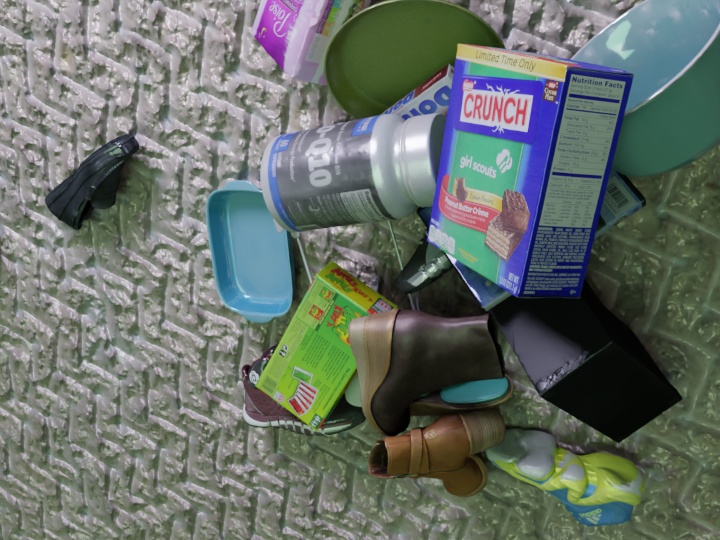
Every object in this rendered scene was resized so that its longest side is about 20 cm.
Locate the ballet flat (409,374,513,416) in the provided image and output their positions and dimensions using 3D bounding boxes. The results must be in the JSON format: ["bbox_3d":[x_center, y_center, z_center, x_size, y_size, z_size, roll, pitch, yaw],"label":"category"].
[{"bbox_3d":[0.108,0.162,1.071,0.199,0.069,0.063,-3,136,28],"label":"ballet flat"}]

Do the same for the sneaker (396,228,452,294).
[{"bbox_3d":[0.098,-0.071,0.958,0.200,0.075,0.116,-40,83,10],"label":"sneaker"}]

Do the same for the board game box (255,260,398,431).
[{"bbox_3d":[-0.046,0.097,1.033,0.101,0.048,0.200,35,122,7],"label":"board game box"}]

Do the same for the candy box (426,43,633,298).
[{"bbox_3d":[0.145,-0.096,0.755,0.169,0.077,0.201,38,123,58],"label":"candy box"}]

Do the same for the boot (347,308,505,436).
[{"bbox_3d":[0.083,0.126,0.947,0.166,0.072,0.200,-1,131,18],"label":"boot"}]

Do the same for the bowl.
[{"bbox_3d":[0.284,-0.168,0.790,0.201,0.201,0.105,-33,116,31],"label":"bowl"}]

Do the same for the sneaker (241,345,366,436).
[{"bbox_3d":[-0.087,0.160,1.140,0.199,0.076,0.116,-3,107,25],"label":"sneaker"}]

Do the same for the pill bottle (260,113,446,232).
[{"bbox_3d":[0.001,-0.108,0.901,0.199,0.114,0.114,-6,108,27],"label":"pill bottle"}]

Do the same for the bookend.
[{"bbox_3d":[0.236,0.065,0.923,0.092,0.199,0.200,-40,47,18],"label":"bookend"}]

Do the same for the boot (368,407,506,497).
[{"bbox_3d":[0.086,0.244,1.029,0.200,0.155,0.077,107,148,-57],"label":"boot"}]

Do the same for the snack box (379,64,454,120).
[{"bbox_3d":[0.053,-0.155,0.936,0.072,0.024,0.200,36,138,-24],"label":"snack box"}]

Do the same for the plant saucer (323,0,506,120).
[{"bbox_3d":[0.061,-0.222,0.889,0.199,0.031,0.200,4,149,3],"label":"plant saucer"}]

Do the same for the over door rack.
[{"bbox_3d":[0.000,0.000,1.037,0.147,0.067,0.201,-15,105,28],"label":"over door rack"}]

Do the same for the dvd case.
[{"bbox_3d":[0.176,-0.067,0.874,0.200,0.018,0.143,-34,62,6],"label":"dvd case"}]

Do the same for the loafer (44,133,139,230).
[{"bbox_3d":[-0.365,-0.122,1.151,0.200,0.068,0.070,-31,104,36],"label":"loafer"}]

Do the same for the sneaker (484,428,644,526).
[{"bbox_3d":[0.251,0.271,1.036,0.199,0.076,0.105,12,127,30],"label":"sneaker"}]

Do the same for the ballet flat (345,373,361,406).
[{"bbox_3d":[0.063,0.116,1.041,0.199,0.069,0.070,-18,103,16],"label":"ballet flat"}]

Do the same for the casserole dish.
[{"bbox_3d":[-0.142,-0.028,1.106,0.121,0.039,0.201,4,113,22],"label":"casserole dish"}]

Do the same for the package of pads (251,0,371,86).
[{"bbox_3d":[-0.043,-0.318,0.899,0.121,0.075,0.200,52,128,39],"label":"package of pads"}]
